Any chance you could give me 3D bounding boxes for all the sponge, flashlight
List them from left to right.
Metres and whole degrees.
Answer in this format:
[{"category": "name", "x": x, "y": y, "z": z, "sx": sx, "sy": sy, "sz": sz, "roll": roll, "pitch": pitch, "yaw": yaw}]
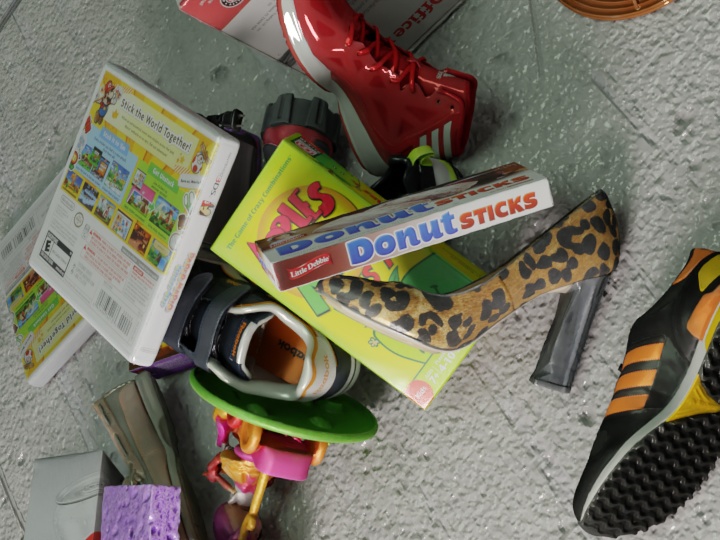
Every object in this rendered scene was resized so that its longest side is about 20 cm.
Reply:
[{"category": "sponge", "x": -0.174, "y": 0.268, "z": 1.190, "sx": 0.111, "sy": 0.030, "sz": 0.202, "roll": -18, "pitch": 68, "yaw": 59}, {"category": "flashlight", "x": -0.065, "y": -0.045, "z": 1.257, "sx": 0.068, "sy": 0.067, "sz": 0.201, "roll": 100, "pitch": -179, "yaw": -69}]

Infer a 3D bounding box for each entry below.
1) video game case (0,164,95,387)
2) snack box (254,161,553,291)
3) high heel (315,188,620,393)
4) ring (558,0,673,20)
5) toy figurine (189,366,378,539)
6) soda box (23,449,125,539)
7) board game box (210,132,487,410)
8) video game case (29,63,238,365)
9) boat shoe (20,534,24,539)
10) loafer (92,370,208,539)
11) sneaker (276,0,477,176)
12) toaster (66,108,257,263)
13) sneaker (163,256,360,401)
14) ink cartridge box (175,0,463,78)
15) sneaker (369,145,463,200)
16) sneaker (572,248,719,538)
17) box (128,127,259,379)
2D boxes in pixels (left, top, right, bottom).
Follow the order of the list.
[{"category": "video game case", "x": -0.288, "y": -0.014, "z": 1.521, "sx": 0.200, "sy": 0.023, "sz": 0.183, "roll": -44, "pitch": 50, "yaw": 24}, {"category": "snack box", "x": 0.029, "y": -0.032, "z": 1.055, "sx": 0.072, "sy": 0.199, "sz": 0.024, "roll": -134, "pitch": 28, "yaw": -71}, {"category": "high heel", "x": 0.077, "y": -0.010, "z": 1.051, "sx": 0.071, "sy": 0.199, "sz": 0.144, "roll": -154, "pitch": 81, "yaw": -77}, {"category": "ring", "x": 0.205, "y": -0.283, "z": 1.130, "sx": 0.200, "sy": 0.019, "sz": 0.202, "roll": -18, "pitch": 63, "yaw": 40}, {"category": "toy figurine", "x": -0.090, "y": 0.175, "z": 1.201, "sx": 0.200, "sy": 0.149, "sz": 0.185, "roll": -138, "pitch": 63, "yaw": -66}, {"category": "soda box", "x": -0.244, "y": 0.255, "z": 1.282, "sx": 0.068, "sy": 0.064, "sz": 0.201, "roll": -8, "pitch": 54, "yaw": 12}, {"category": "board game box", "x": 0.000, "y": 0.000, "z": 1.128, "sx": 0.200, "sy": 0.048, "sz": 0.102, "roll": 37, "pitch": 106, "yaw": 3}, {"category": "video game case", "x": -0.182, "y": -0.049, "z": 1.193, "sx": 0.200, "sy": 0.023, "sz": 0.183, "roll": 34, "pitch": 105, "yaw": 49}, {"category": "boat shoe", "x": -0.244, "y": 0.284, "z": 1.339, "sx": 0.072, "sy": 0.076, "sz": 0.200, "roll": -50, "pitch": 49, "yaw": 17}, {"category": "loafer", "x": -0.181, "y": 0.175, "z": 1.305, "sx": 0.063, "sy": 0.072, "sz": 0.201, "roll": -22, "pitch": 46, "yaw": -3}, {"category": "sneaker", "x": 0.025, "y": -0.164, "z": 1.163, "sx": 0.115, "sy": 0.200, "sz": 0.079, "roll": -7, "pitch": 45, "yaw": 31}, {"category": "toaster", "x": -0.164, "y": -0.052, "z": 1.294, "sx": 0.199, "sy": 0.113, "sz": 0.130, "roll": -11, "pitch": 72, "yaw": 37}, {"category": "sneaker", "x": -0.100, "y": 0.041, "z": 1.159, "sx": 0.199, "sy": 0.079, "sz": 0.079, "roll": 19, "pitch": 97, "yaw": 20}, {"category": "ink cartridge box", "x": -0.035, "y": -0.243, "z": 1.223, "sx": 0.147, "sy": 0.199, "sz": 0.083, "roll": -41, "pitch": 48, "yaw": 26}, {"category": "sneaker", "x": -0.001, "y": -0.020, "z": 1.195, "sx": 0.200, "sy": 0.083, "sz": 0.072, "roll": -52, "pitch": 46, "yaw": 18}, {"category": "sneaker", "x": 0.196, "y": 0.078, "z": 0.989, "sx": 0.201, "sy": 0.070, "sz": 0.090, "roll": -58, "pitch": 30, "yaw": 12}, {"category": "box", "x": -0.149, "y": -0.015, "z": 1.371, "sx": 0.136, "sy": 0.039, "sz": 0.201, "roll": -20, "pitch": 63, "yaw": 38}]
